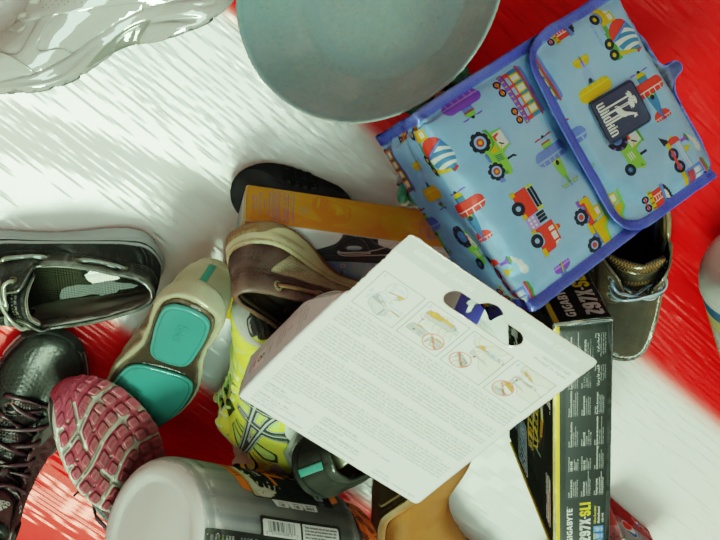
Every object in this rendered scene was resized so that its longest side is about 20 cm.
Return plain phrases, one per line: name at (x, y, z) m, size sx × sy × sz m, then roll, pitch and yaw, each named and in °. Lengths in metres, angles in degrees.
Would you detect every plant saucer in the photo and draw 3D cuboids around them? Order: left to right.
plant saucer at (0.011, -0.195, 1.084) m, size 0.201 × 0.039 × 0.201 m, roll -3°, pitch 82°, yaw 24°

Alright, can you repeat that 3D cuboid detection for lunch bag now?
lunch bag at (0.139, -0.084, 1.078) m, size 0.200 × 0.094 × 0.151 m, roll -34°, pitch 94°, yaw -15°

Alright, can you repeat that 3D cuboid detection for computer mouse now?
computer mouse at (-0.005, -0.030, 1.211) m, size 0.200 × 0.034 × 0.059 m, roll 18°, pitch 111°, yaw -16°

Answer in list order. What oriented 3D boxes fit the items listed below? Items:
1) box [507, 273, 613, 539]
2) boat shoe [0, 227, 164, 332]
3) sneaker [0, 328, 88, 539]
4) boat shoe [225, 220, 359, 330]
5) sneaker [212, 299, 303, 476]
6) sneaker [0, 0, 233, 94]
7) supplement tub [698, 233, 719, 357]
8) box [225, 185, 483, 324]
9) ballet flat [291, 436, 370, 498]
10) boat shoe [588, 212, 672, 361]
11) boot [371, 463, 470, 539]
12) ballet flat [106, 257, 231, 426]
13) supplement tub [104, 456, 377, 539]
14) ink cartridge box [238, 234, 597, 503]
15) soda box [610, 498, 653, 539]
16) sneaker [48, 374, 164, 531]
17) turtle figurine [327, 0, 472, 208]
box at (0.151, 0.088, 1.217) m, size 0.049 × 0.160 × 0.200 m, roll -5°, pitch 117°, yaw -4°
boat shoe at (-0.246, 0.010, 1.180) m, size 0.200 × 0.071 × 0.072 m, roll -11°, pitch 117°, yaw -1°
sneaker at (-0.263, 0.147, 1.220) m, size 0.076 × 0.116 × 0.200 m, roll 19°, pitch 112°, yaw -15°
boat shoe at (-0.024, 0.041, 1.161) m, size 0.072 × 0.072 × 0.200 m, roll -25°, pitch 135°, yaw 28°
sneaker at (-0.079, 0.098, 1.221) m, size 0.076 × 0.075 × 0.200 m, roll -10°, pitch 134°, yaw 2°
sneaker at (-0.193, -0.189, 1.097) m, size 0.200 × 0.078 × 0.099 m, roll -24°, pitch 108°, yaw -3°
supplement tub at (0.354, 0.063, 1.238) m, size 0.144 × 0.145 × 0.200 m, roll -21°, pitch 116°, yaw 3°
box at (0.000, 0.000, 1.200) m, size 0.200 × 0.042 × 0.119 m, roll 7°, pitch 140°, yaw -12°
ballet flat at (0.039, 0.117, 1.218) m, size 0.200 × 0.068 × 0.068 m, roll -29°, pitch 88°, yaw -29°
boat shoe at (0.203, -0.010, 1.224) m, size 0.072 × 0.072 × 0.200 m, roll -8°, pitch 116°, yaw -3°
boot at (0.069, 0.229, 1.322) m, size 0.155 × 0.077 × 0.200 m, roll 31°, pitch 108°, yaw -20°
ballet flat at (-0.144, 0.055, 1.211) m, size 0.069 × 0.070 × 0.200 m, roll 21°, pitch 141°, yaw -16°
supplement tub at (-0.086, 0.214, 1.220) m, size 0.200 × 0.123 × 0.123 m, roll 18°, pitch 116°, yaw -46°
ink cartridge box at (0.037, 0.062, 1.085) m, size 0.162 × 0.057 × 0.200 m, roll 33°, pitch 124°, yaw -17°
soda box at (0.165, 0.288, 1.366) m, size 0.200 × 0.070 × 0.063 m, roll -43°, pitch 112°, yaw 14°
sneaker at (-0.192, 0.163, 1.242) m, size 0.081 × 0.075 × 0.200 m, roll -45°, pitch 128°, yaw -28°
turtle figurine at (0.074, -0.106, 1.148) m, size 0.150 × 0.101 × 0.200 m, roll -44°, pitch 101°, yaw -2°
